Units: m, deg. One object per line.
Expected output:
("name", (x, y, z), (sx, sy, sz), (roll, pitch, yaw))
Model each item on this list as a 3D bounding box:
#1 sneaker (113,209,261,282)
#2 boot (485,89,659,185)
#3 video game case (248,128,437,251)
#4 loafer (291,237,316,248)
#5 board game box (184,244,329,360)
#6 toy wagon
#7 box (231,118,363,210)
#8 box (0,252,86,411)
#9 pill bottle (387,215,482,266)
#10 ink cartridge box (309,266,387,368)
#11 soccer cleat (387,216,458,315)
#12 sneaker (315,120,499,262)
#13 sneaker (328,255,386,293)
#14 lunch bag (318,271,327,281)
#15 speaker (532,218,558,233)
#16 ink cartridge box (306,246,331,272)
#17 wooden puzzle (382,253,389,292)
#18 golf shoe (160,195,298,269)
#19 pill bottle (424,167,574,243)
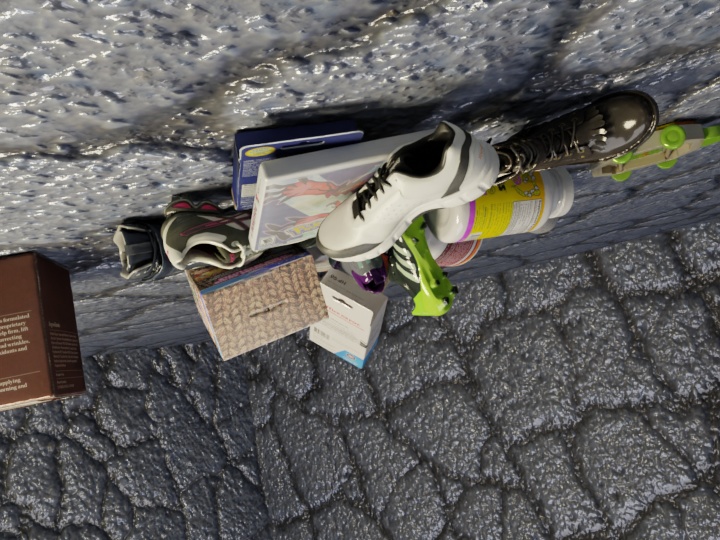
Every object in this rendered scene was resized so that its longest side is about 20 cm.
("sneaker", (-0.226, -0.035, 0.886), (0.200, 0.078, 0.146), (-14, 175, 30))
("boot", (0.198, -0.128, 0.721), (0.198, 0.070, 0.173), (-15, -174, 41))
("video game case", (-0.016, -0.082, 0.721), (0.197, 0.023, 0.182), (-14, 164, -17))
("loafer", (-0.034, -0.077, 0.899), (0.072, 0.074, 0.199), (-10, 174, -36))
("board game box", (-0.158, 0.025, 0.990), (0.157, 0.098, 0.200), (-21, -159, -16))
("toy wagon", (0.435, -0.177, 0.986), (0.197, 0.040, 0.155), (-15, 173, 20))
("box", (-0.071, -0.112, 0.706), (0.119, 0.033, 0.200), (-10, 172, -13))
("box", (-0.508, 0.098, 0.973), (0.163, 0.203, 0.164), (-10, 173, -8))
("pill bottle", (0.104, -0.064, 1.044), (0.112, 0.115, 0.199), (-15, 172, 30))
("ink cartridge box", (-0.021, 0.073, 1.165), (0.115, 0.068, 0.201), (28, 148, 11))
("soccer cleat", (0.061, -0.028, 0.919), (0.080, 0.202, 0.067), (-16, -169, 42))
("sneaker", (0.029, -0.077, 0.647), (0.199, 0.075, 0.080), (-31, 148, 24))
("sneaker", (0.000, 0.000, 0.976), (0.074, 0.089, 0.200), (-24, 172, -3))
("lunch bag", (-0.158, 0.026, 1.253), (0.198, 0.126, 0.169), (3, -175, 41))
("speaker", (0.271, -0.107, 1.106), (0.080, 0.083, 0.199), (-14, 173, 25))
("ink cartridge box", (-0.044, -0.043, 1.156), (0.115, 0.068, 0.200), (-9, 173, -19))
("wooden puzzle", (0.045, -0.020, 1.272), (0.201, 0.046, 0.185), (-54, -176, -15))
("golf shoe", (-0.137, -0.039, 0.817), (0.197, 0.089, 0.078), (-5, 139, -14))
("pill bottle", (0.191, -0.100, 0.932), (0.197, 0.106, 0.104), (-9, 173, -23))
